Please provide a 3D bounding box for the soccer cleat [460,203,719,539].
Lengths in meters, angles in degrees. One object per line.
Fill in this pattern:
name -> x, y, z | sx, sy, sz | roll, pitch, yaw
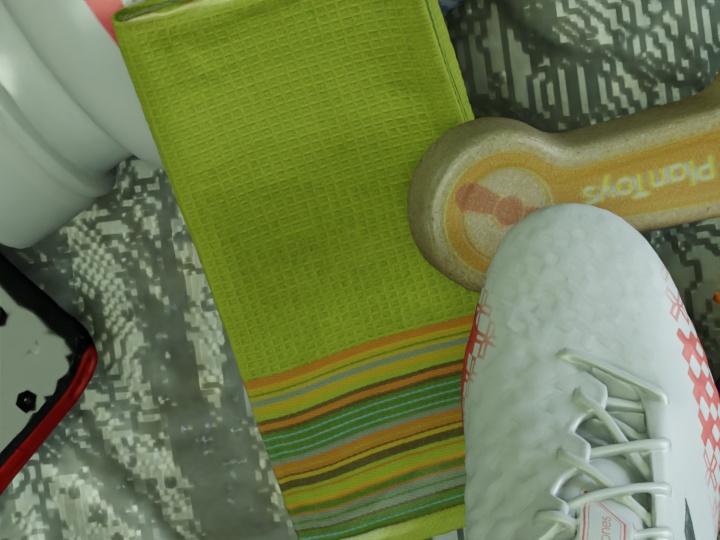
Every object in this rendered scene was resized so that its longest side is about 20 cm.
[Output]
soccer cleat -> 0.056, 0.074, 0.685 | 0.068, 0.085, 0.201 | 0, 72, 5

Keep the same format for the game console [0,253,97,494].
game console -> -0.204, 0.027, 0.847 | 0.200, 0.031, 0.177 | 40, 92, 3

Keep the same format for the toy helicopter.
toy helicopter -> 0.110, -0.025, 0.773 | 0.199, 0.079, 0.133 | -13, 110, -12

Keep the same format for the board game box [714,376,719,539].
board game box -> 0.173, 0.089, 0.774 | 0.199, 0.032, 0.120 | 27, 118, -16

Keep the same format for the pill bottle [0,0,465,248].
pill bottle -> -0.041, -0.097, 0.793 | 0.199, 0.120, 0.120 | -35, 89, 12

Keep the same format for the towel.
towel -> 0.000, 0.000, 0.786 | 0.086, 0.018, 0.201 | -19, 126, -1
